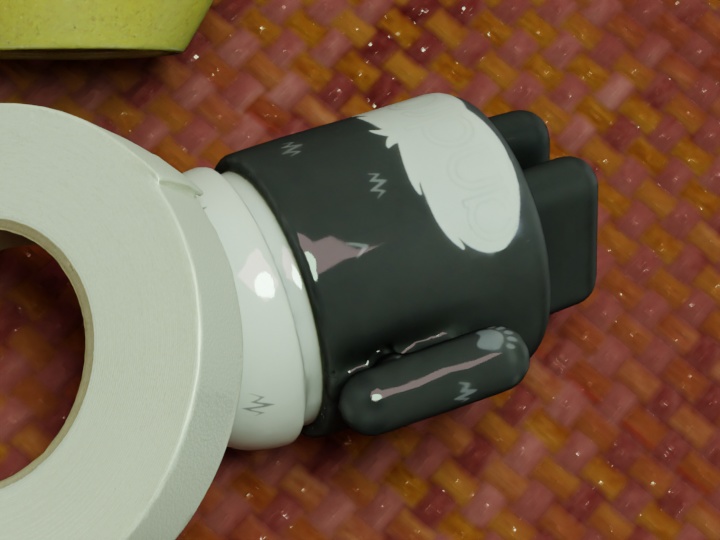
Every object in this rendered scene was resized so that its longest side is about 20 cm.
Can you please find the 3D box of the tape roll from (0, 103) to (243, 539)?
[{"bbox_3d":[-0.140,0.035,0.950,0.202,0.037,0.203,-5,77,25],"label":"tape roll"}]

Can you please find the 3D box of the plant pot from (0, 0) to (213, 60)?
[{"bbox_3d":[-0.127,-0.162,1.037,0.200,0.200,0.142,-1,92,-12],"label":"plant pot"}]

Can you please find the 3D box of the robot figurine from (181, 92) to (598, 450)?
[{"bbox_3d":[-0.001,0.001,1.013,0.200,0.150,0.125,-18,90,-20],"label":"robot figurine"}]
